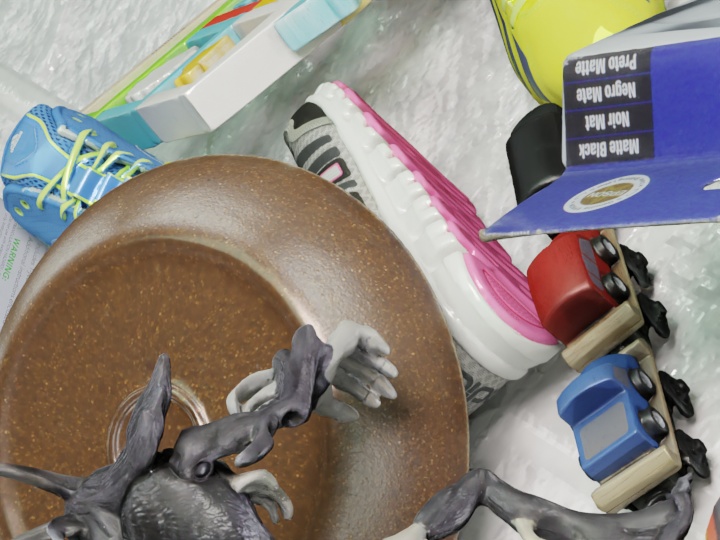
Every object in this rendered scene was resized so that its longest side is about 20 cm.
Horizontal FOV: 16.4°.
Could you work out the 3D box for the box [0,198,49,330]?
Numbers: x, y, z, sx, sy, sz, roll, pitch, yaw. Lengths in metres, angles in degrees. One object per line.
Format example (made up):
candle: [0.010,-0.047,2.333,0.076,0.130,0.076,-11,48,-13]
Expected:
box: [-0.189,0.061,0.985,0.097,0.176,0.200,-27,39,40]

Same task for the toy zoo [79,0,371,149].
toy zoo: [-0.044,-0.099,1.040,0.131,0.020,0.200,-42,14,-20]

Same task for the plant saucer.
plant saucer: [-0.059,0.059,0.838,0.200,0.037,0.201,-2,85,30]

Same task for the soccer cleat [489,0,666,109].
soccer cleat: [0.061,-0.126,0.955,0.065,0.084,0.200,-41,33,16]

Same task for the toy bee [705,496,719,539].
toy bee: [0.158,0.030,0.654,0.200,0.109,0.131,-48,30,3]

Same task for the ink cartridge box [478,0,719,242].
ink cartridge box: [0.158,-0.067,0.718,0.200,0.041,0.199,-29,16,-38]

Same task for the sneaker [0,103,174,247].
sneaker: [-0.095,-0.016,0.961,0.076,0.105,0.200,-64,6,0]

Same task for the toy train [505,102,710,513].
toy train: [0.077,0.008,0.832,0.034,0.046,0.200,-37,34,21]

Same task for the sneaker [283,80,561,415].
sneaker: [0.000,0.000,0.911,0.087,0.074,0.200,-45,33,8]

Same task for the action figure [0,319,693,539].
action figure: [-0.009,0.083,0.738,0.102,0.200,0.119,-64,-13,-74]
